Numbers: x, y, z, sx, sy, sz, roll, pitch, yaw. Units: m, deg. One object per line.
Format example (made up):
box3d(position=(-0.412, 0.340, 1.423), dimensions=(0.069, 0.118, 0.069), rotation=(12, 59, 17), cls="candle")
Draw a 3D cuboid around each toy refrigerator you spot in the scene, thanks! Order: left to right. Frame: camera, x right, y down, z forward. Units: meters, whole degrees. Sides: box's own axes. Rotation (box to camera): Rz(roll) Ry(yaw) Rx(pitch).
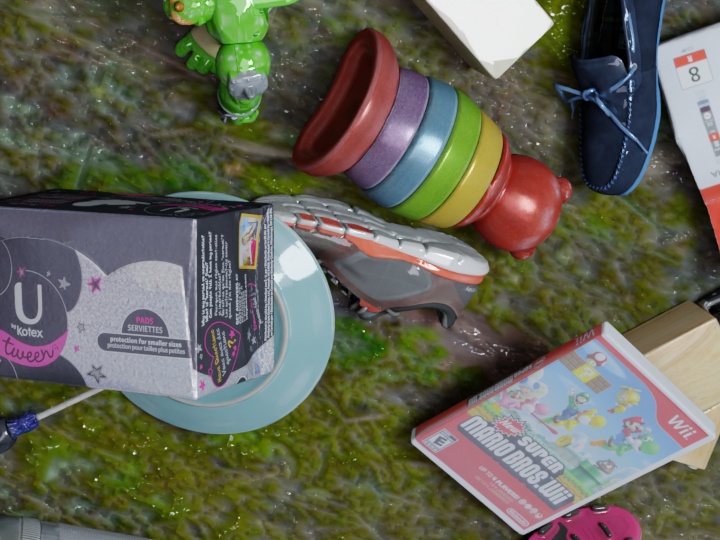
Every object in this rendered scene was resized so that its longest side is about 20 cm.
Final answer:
box3d(position=(0.054, -0.244, 1.389), dimensions=(0.070, 0.076, 0.200), rotation=(-43, 106, 1), cls="toy refrigerator")

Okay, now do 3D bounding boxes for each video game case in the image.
box3d(position=(0.159, 0.129, 1.459), dimensions=(0.200, 0.017, 0.143), rotation=(-32, 120, 31), cls="video game case")

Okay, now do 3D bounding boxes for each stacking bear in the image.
box3d(position=(0.067, -0.082, 1.415), dimensions=(0.199, 0.114, 0.122), rotation=(28, 96, -20), cls="stacking bear")

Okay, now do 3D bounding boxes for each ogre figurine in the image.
box3d(position=(-0.095, -0.205, 1.346), dimensions=(0.098, 0.120, 0.201), rotation=(11, 100, -13), cls="ogre figurine")

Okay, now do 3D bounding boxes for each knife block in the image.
box3d(position=(0.261, 0.063, 1.504), dimensions=(0.199, 0.064, 0.176), rotation=(17, 98, -14), cls="knife block")

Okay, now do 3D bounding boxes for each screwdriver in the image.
box3d(position=(-0.236, 0.106, 1.417), dimensions=(0.199, 0.029, 0.028), rotation=(-25, 82, 11), cls="screwdriver")

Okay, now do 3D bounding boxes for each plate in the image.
box3d(position=(-0.119, 0.038, 1.411), dimensions=(0.199, 0.026, 0.201), rotation=(3, 110, 9), cls="plate")

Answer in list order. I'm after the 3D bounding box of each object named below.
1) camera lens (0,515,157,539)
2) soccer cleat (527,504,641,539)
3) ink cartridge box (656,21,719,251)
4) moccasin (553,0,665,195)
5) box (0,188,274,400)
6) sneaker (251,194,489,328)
box3d(position=(-0.224, 0.276, 1.408), dimensions=(0.199, 0.160, 0.161), rotation=(12, 100, -13), cls="camera lens")
box3d(position=(0.148, 0.268, 1.534), dimensions=(0.199, 0.070, 0.087), rotation=(-32, 148, -17), cls="soccer cleat")
box3d(position=(0.331, -0.105, 1.436), dimensions=(0.161, 0.050, 0.201), rotation=(-17, 87, 18), cls="ink cartridge box")
box3d(position=(0.188, -0.160, 1.432), dimensions=(0.068, 0.080, 0.201), rotation=(2, 91, -43), cls="moccasin")
box3d(position=(-0.175, 0.015, 1.330), dimensions=(0.199, 0.115, 0.133), rotation=(5, 100, 27), cls="box")
box3d(position=(0.000, 0.000, 1.436), dimensions=(0.199, 0.077, 0.082), rotation=(17, 107, -13), cls="sneaker")
